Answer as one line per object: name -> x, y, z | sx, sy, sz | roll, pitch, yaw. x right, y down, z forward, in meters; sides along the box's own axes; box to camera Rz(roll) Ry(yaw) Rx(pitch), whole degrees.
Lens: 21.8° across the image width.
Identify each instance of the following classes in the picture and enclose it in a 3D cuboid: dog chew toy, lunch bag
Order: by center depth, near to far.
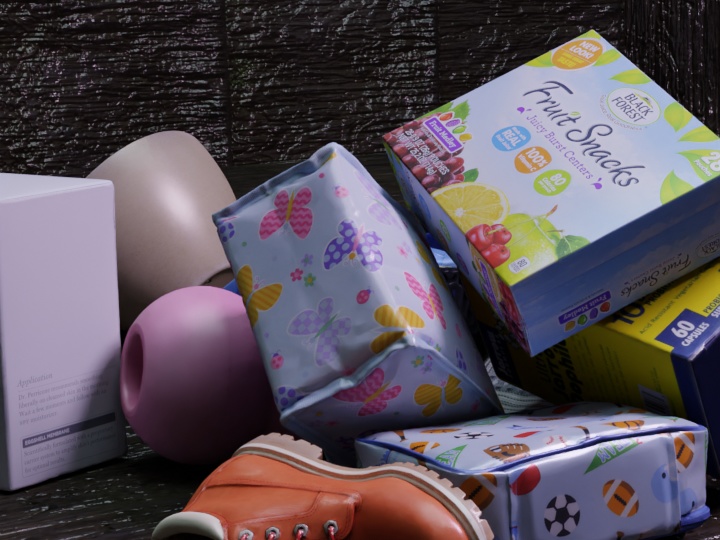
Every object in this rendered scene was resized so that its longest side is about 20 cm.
lunch bag -> 0.103, 0.124, 1.117 | 0.199, 0.076, 0.160 | -5, 4, -27
lunch bag -> 0.008, 0.045, 1.217 | 0.127, 0.170, 0.200 | -32, -33, 15
dog chew toy -> -0.065, 0.077, 1.315 | 0.199, 0.125, 0.124 | 5, 6, -22

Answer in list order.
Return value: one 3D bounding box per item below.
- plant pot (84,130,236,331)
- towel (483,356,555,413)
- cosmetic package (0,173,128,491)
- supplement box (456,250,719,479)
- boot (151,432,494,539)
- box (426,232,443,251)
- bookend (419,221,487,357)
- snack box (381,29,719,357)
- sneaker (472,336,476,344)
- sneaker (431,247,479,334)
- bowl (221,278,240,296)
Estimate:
plant pot -> -0.183, -0.013, 1.779 | 0.134, 0.201, 0.200 | 44, 30, 22
towel -> 0.166, 0.069, 1.307 | 0.200, 0.035, 0.193 | 5, 40, 45
cosmetic package -> -0.280, 0.035, 1.326 | 0.199, 0.201, 0.123 | 5, 10, 36
supplement box -> 0.179, 0.032, 1.213 | 0.109, 0.110, 0.200 | -42, 41, -24
boot -> -0.022, 0.151, 1.012 | 0.200, 0.075, 0.107 | 7, 25, 41
box -> 0.134, -0.012, 1.442 | 0.121, 0.033, 0.200 | 7, -4, -22
bookend -> 0.137, 0.019, 1.627 | 0.200, 0.199, 0.092 | 41, -13, -11
snack box -> 0.131, -0.056, 1.198 | 0.168, 0.068, 0.200 | -27, 39, -7
sneaker -> 0.024, 0.082, 1.449 | 0.085, 0.078, 0.200 | -19, 11, -34
sneaker -> 0.000, 0.000, 1.373 | 0.199, 0.066, 0.078 | 15, 8, -21
bowl -> -0.076, 0.037, 1.454 | 0.200, 0.039, 0.201 | -38, -9, -7
